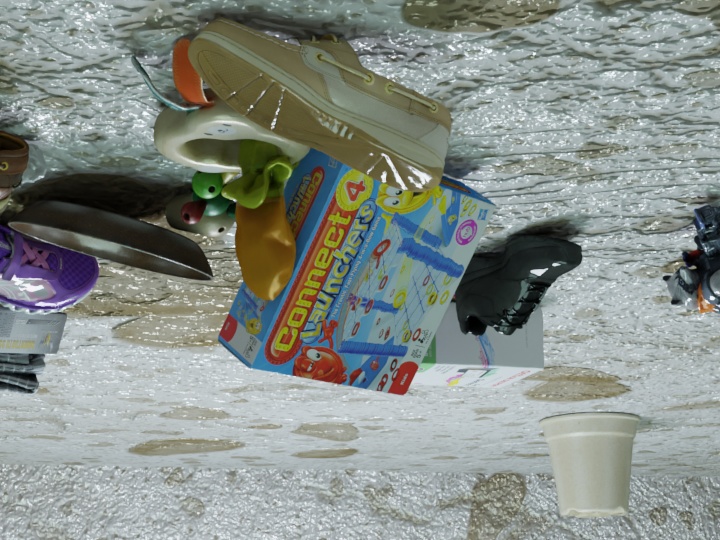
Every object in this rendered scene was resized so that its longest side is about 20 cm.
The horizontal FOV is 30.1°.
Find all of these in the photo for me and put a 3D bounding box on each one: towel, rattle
[{"bbox_3d":[-0.484,0.094,1.612,0.198,0.087,0.165,6,-179,-26],"label":"towel"},{"bbox_3d":[-0.112,-0.072,1.012,0.129,0.144,0.200,16,173,9],"label":"rattle"}]

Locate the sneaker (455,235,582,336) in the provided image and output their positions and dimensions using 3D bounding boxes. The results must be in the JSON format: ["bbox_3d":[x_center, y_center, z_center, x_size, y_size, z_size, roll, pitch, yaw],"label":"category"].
[{"bbox_3d":[0.170,0.020,1.441,0.075,0.092,0.200,9,161,-27],"label":"sneaker"}]

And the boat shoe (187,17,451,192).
[{"bbox_3d":[-0.024,-0.127,0.936,0.199,0.070,0.074,28,158,-18],"label":"boat shoe"}]

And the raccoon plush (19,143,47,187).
[{"bbox_3d":[-0.363,-0.053,1.158,0.197,0.098,0.134,0,173,-4],"label":"raccoon plush"}]

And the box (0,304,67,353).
[{"bbox_3d":[-0.429,0.043,1.413,0.157,0.049,0.200,17,-179,18],"label":"box"}]

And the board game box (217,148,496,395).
[{"bbox_3d":[0.000,0.000,1.167,0.195,0.202,0.056,14,-164,-45],"label":"board game box"}]

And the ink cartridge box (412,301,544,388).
[{"bbox_3d":[0.121,0.097,1.731,0.198,0.085,0.145,4,164,-18],"label":"ink cartridge box"}]

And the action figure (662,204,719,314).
[{"bbox_3d":[0.395,-0.007,1.343,0.192,0.106,0.200,-19,161,24],"label":"action figure"}]

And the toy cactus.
[{"bbox_3d":[-0.106,-0.045,1.217,0.164,0.104,0.199,0,177,35],"label":"toy cactus"}]

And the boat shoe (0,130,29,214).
[{"bbox_3d":[-0.345,-0.107,1.015,0.199,0.072,0.068,22,121,-38],"label":"boat shoe"}]

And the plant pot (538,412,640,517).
[{"bbox_3d":[0.452,0.384,2.610,0.198,0.186,0.201,-1,164,0],"label":"plant pot"}]

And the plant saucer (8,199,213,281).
[{"bbox_3d":[-0.231,-0.030,1.267,0.198,0.032,0.200,15,173,2],"label":"plant saucer"}]

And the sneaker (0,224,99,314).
[{"bbox_3d":[-0.348,-0.010,1.327,0.198,0.081,0.088,10,158,-32],"label":"sneaker"}]
